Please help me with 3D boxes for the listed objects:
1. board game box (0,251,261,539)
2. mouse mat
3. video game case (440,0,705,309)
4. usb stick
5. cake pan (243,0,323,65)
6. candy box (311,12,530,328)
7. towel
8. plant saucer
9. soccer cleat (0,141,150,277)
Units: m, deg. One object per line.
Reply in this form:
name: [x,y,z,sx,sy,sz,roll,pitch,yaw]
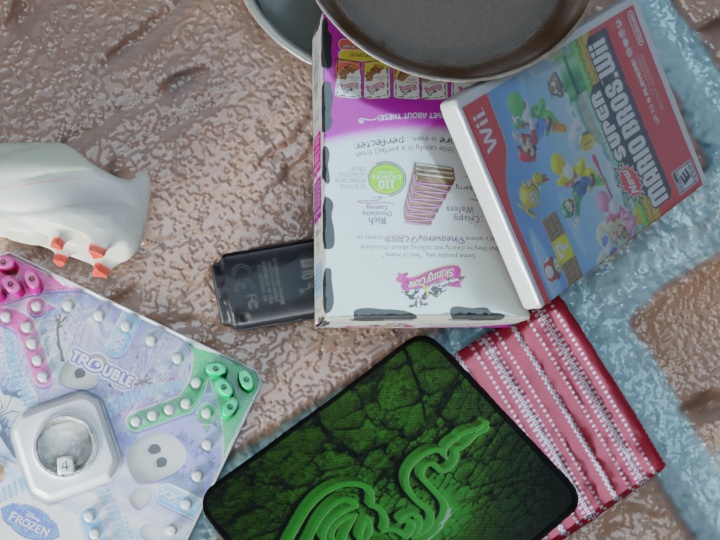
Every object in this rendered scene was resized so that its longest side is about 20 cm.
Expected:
board game box: [-0.194,0.115,0.965,0.199,0.026,0.201,25,79,0]
mouse mat: [0.021,0.146,0.934,0.200,0.008,0.161,-36,69,-21]
video game case: [0.146,-0.082,0.967,0.200,0.017,0.143,-33,105,-37]
usb stick: [0.000,0.000,0.999,0.199,0.033,0.056,-10,84,-7]
cake pan: [0.006,-0.227,1.034,0.199,0.037,0.201,1,81,-5]
candy box: [0.038,-0.063,0.963,0.136,0.061,0.201,1,81,-8]
towel: [0.088,0.126,0.991,0.200,0.022,0.145,-31,85,-10]
plant saucer: [0.054,-0.210,0.928,0.199,0.032,0.201,2,77,-10]
soccer cleat: [-0.237,-0.058,0.975,0.199,0.069,0.078,18,63,-2]
